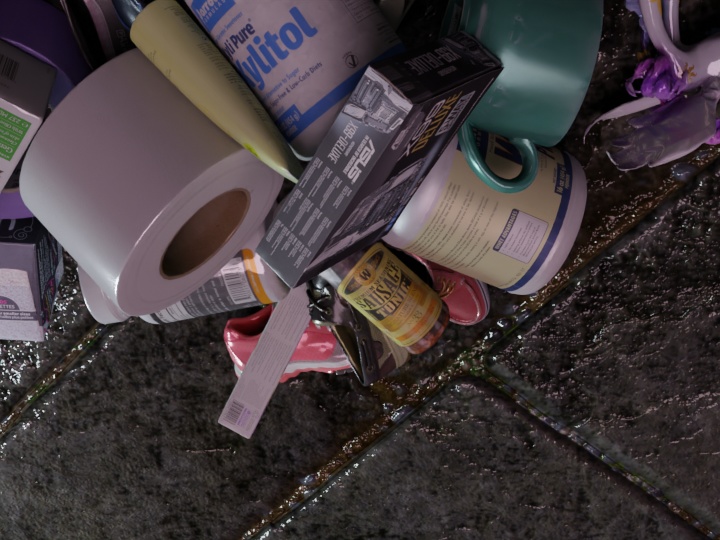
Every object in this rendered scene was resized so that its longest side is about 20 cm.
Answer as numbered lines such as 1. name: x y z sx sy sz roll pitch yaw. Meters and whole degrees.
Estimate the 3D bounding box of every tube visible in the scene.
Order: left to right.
1. tube: -0.111 -0.139 1.063 0.200 0.058 0.052 47 135 13

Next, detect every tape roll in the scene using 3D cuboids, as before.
1. tape roll: -0.338 -0.153 1.212 0.196 0.086 0.202 1 129 1
2. tape roll: -0.182 -0.079 1.154 0.139 0.202 0.204 45 125 15

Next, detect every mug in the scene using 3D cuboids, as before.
1. mug: 0.128 -0.182 1.118 0.113 0.188 0.152 13 149 -9

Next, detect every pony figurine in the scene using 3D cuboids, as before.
1. pony figurine: 0.292 -0.177 1.159 0.190 0.167 0.203 -14 113 2

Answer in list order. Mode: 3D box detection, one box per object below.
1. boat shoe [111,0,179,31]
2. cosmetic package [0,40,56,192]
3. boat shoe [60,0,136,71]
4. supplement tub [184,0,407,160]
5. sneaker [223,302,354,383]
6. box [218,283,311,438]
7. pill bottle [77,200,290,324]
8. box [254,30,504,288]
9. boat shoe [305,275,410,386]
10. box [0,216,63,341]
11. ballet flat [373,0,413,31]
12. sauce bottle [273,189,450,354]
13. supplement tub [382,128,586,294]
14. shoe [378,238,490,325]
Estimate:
1. boat shoe: -0.195 -0.291 1.095 0.084 0.068 0.201 -44 128 -20
2. cosmetic package: -0.359 -0.108 1.141 0.106 0.086 0.201 25 124 -21
3. boat shoe: -0.232 -0.237 1.160 0.066 0.057 0.202 -12 128 10
4. supplement tub: -0.055 -0.208 1.089 0.131 0.132 0.201 -36 93 26
5. sneaker: -0.058 0.065 1.390 0.197 0.074 0.087 -18 125 15
6. box: -0.086 0.076 1.346 0.041 0.039 0.202 26 88 -2
7. pill bottle: -0.175 -0.010 1.305 0.197 0.117 0.118 -10 128 10
8. box: 0.015 -0.091 1.047 0.050 0.157 0.201 43 124 11
9. boat shoe: -0.020 0.033 1.299 0.066 0.071 0.202 -43 117 -18
10. box: -0.410 -0.014 1.304 0.196 0.116 0.134 4 129 -2
11. ballet flat: -0.002 -0.210 1.174 0.069 0.070 0.201 23 126 -17
12. sauce bottle: 0.000 0.000 1.229 0.199 0.066 0.066 39 120 -24
13. supplement tub: 0.098 -0.075 1.229 0.197 0.146 0.146 21 127 -16
14. shoe: 0.066 0.010 1.332 0.071 0.092 0.200 -30 123 23
